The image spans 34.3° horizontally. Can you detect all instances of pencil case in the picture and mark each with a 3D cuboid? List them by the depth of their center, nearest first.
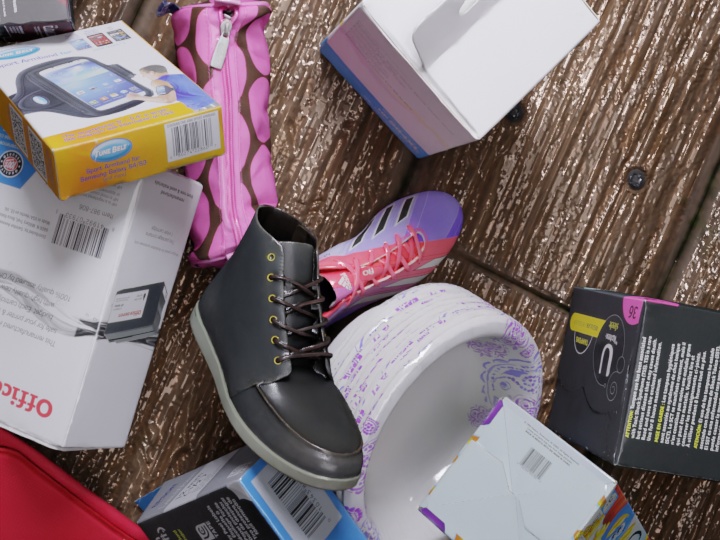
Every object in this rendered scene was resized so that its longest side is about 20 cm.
[{"bbox_3d":[-0.100,-0.101,0.879,0.089,0.093,0.204,-7,95,-21],"label":"pencil case"}]

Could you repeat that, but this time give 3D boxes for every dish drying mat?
[{"bbox_3d":[-0.223,0.193,0.859,0.077,0.018,0.200,-43,126,-2],"label":"dish drying mat"}]

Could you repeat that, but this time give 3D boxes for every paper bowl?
[{"bbox_3d":[0.037,0.106,0.883,0.199,0.104,0.204,-25,130,-34],"label":"paper bowl"}]

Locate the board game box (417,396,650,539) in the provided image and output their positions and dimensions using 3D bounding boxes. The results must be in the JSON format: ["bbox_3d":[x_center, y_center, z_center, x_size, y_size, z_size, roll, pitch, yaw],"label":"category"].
[{"bbox_3d":[0.137,0.194,0.876,0.104,0.200,0.103,36,83,31],"label":"board game box"}]

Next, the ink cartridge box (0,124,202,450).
[{"bbox_3d":[-0.216,0.010,0.834,0.143,0.084,0.203,17,89,24],"label":"ink cartridge box"}]

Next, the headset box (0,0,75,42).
[{"bbox_3d":[-0.294,-0.242,0.843,0.196,0.077,0.152,-8,94,-12],"label":"headset box"}]

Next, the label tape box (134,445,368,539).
[{"bbox_3d":[-0.086,0.213,0.845,0.144,0.199,0.066,54,41,-8],"label":"label tape box"}]

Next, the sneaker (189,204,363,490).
[{"bbox_3d":[-0.047,0.047,0.778,0.074,0.200,0.107,4,124,-41],"label":"sneaker"}]

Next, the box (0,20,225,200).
[{"bbox_3d":[-0.189,-0.122,0.810,0.118,0.200,0.042,-19,130,-26],"label":"box"}]

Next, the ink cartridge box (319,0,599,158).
[{"bbox_3d":[0.068,-0.176,0.856,0.129,0.200,0.125,-44,99,-6],"label":"ink cartridge box"}]

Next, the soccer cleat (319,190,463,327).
[{"bbox_3d":[0.000,0.000,0.912,0.198,0.076,0.068,-28,97,-9],"label":"soccer cleat"}]

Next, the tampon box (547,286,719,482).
[{"bbox_3d":[0.274,0.094,0.934,0.196,0.150,0.129,11,90,-12],"label":"tampon box"}]
